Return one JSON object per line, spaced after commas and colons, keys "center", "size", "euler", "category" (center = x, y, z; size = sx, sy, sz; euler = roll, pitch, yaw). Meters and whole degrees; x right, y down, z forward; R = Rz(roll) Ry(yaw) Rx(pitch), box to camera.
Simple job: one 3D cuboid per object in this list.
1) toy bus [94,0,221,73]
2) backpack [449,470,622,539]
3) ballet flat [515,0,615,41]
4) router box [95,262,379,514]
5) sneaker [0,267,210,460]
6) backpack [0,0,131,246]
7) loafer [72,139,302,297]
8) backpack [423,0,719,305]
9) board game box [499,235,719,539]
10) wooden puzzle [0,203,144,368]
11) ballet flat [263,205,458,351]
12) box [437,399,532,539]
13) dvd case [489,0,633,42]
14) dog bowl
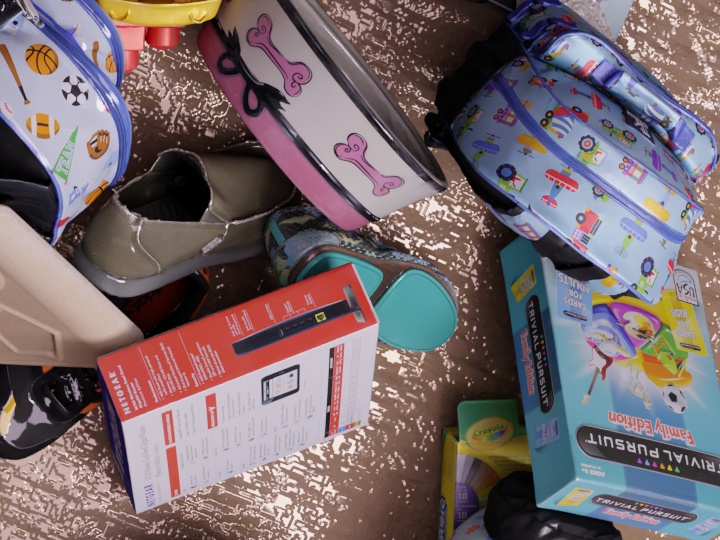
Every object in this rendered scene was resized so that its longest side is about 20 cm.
{"center": [-0.136, -0.217, 1.598], "size": [0.135, 0.200, 0.193], "euler": [1, 108, -15], "category": "toy bus"}
{"center": [0.104, 0.249, 1.734], "size": [0.126, 0.167, 0.201], "euler": [21, 99, 4], "category": "backpack"}
{"center": [0.158, -0.113, 1.748], "size": [0.072, 0.072, 0.201], "euler": [-18, 112, -11], "category": "ballet flat"}
{"center": [-0.081, 0.082, 1.667], "size": [0.179, 0.200, 0.049], "euler": [-20, 70, -11], "category": "router box"}
{"center": [-0.181, 0.054, 1.687], "size": [0.200, 0.090, 0.070], "euler": [-44, 108, -4], "category": "sneaker"}
{"center": [-0.234, -0.110, 1.578], "size": [0.154, 0.200, 0.191], "euler": [-41, 82, -21], "category": "backpack"}
{"center": [-0.104, -0.045, 1.653], "size": [0.075, 0.200, 0.070], "euler": [38, 130, 18], "category": "loafer"}
{"center": [0.147, -0.072, 1.619], "size": [0.182, 0.200, 0.135], "euler": [37, 100, -15], "category": "backpack"}
{"center": [0.181, 0.078, 1.732], "size": [0.151, 0.047, 0.201], "euler": [14, 53, -32], "category": "board game box"}
{"center": [-0.261, 0.004, 1.594], "size": [0.185, 0.199, 0.046], "euler": [47, 47, -48], "category": "wooden puzzle"}
{"center": [0.000, 0.000, 1.725], "size": [0.074, 0.074, 0.200], "euler": [-57, 145, 1], "category": "ballet flat"}
{"center": [0.115, 0.188, 1.817], "size": [0.117, 0.048, 0.201], "euler": [0, 103, -14], "category": "box"}
{"center": [0.153, -0.271, 1.751], "size": [0.146, 0.022, 0.201], "euler": [23, 93, -18], "category": "dvd case"}
{"center": [-0.030, -0.112, 1.648], "size": [0.074, 0.200, 0.200], "euler": [-37, 108, 8], "category": "dog bowl"}
